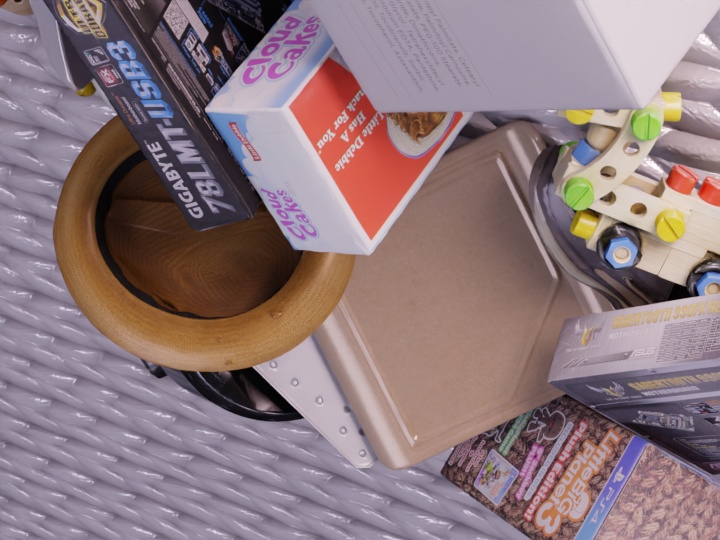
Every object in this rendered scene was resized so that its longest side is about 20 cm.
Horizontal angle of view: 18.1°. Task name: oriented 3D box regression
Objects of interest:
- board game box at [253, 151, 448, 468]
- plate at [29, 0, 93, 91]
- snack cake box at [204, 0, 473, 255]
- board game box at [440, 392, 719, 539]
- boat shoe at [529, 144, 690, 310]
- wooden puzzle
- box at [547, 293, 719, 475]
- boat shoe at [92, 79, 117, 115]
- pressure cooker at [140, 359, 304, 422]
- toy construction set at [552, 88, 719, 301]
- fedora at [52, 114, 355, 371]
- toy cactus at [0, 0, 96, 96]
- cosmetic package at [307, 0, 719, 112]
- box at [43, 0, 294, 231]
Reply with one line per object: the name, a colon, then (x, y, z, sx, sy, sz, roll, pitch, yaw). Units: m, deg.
board game box: (0.000, 0.000, 1.568, 0.200, 0.200, 0.026, 45, 175, -13)
plate: (-0.170, -0.234, 1.369, 0.032, 0.200, 0.200, -3, 117, 18)
snack cake box: (0.007, -0.119, 1.372, 0.067, 0.200, 0.115, 3, 136, 42)
board game box: (0.180, 0.162, 1.574, 0.159, 0.097, 0.200, 30, 180, -29)
boat shoe: (0.186, -0.013, 1.472, 0.073, 0.075, 0.200, -12, 133, 42)
wooden puzzle: (0.065, 0.017, 1.532, 0.200, 0.037, 0.185, -25, 101, 11)
box: (0.241, 0.073, 1.423, 0.158, 0.048, 0.200, 30, 157, -27)
boat shoe: (-0.163, -0.170, 1.549, 0.200, 0.062, 0.073, 53, 143, -11)
pressure cooker: (-0.080, 0.020, 1.670, 0.176, 0.179, 0.200, 41, 172, -12)
toy construction set: (0.200, -0.052, 1.373, 0.200, 0.092, 0.131, 26, 112, 6)
fedora: (-0.097, -0.024, 1.485, 0.201, 0.201, 0.082, 32, 177, 10)
toy cactus: (-0.232, -0.201, 1.650, 0.200, 0.102, 0.165, 44, 161, -28)
cosmetic package: (0.081, -0.198, 1.214, 0.200, 0.167, 0.166, 4, 135, 46)
box: (-0.100, -0.161, 1.371, 0.050, 0.199, 0.200, -13, 126, 28)
